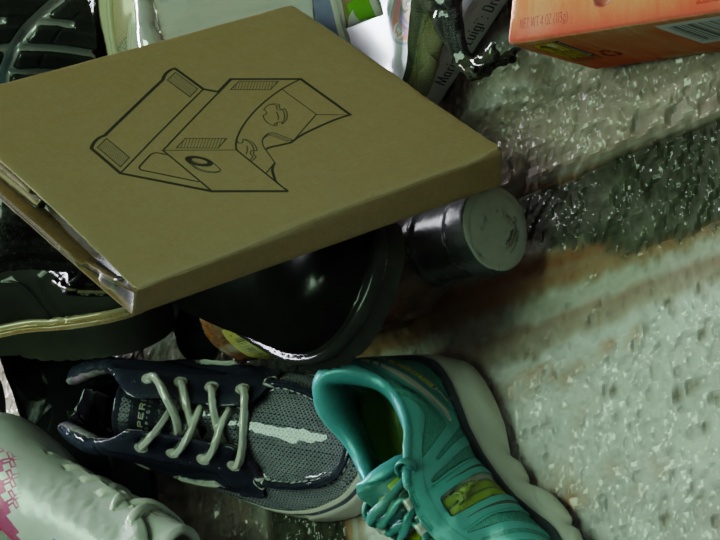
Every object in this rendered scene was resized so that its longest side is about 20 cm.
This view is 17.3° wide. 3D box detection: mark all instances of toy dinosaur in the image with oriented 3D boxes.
[{"bbox_3d":[0.045,-0.133,1.088,0.088,0.047,0.201,29,115,42],"label":"toy dinosaur"}]

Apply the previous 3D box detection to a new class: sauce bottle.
[{"bbox_3d":[0.000,0.000,1.128,0.199,0.066,0.066,-13,70,49],"label":"sauce bottle"}]

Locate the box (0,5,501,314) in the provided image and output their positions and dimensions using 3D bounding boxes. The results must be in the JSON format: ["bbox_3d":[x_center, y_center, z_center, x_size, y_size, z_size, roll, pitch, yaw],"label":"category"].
[{"bbox_3d":[-0.062,-0.055,1.041,0.163,0.199,0.021,38,134,39],"label":"box"}]

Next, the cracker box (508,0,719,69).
[{"bbox_3d":[0.135,-0.194,1.007,0.134,0.057,0.201,-3,78,52],"label":"cracker box"}]

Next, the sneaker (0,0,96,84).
[{"bbox_3d":[-0.201,-0.105,1.330,0.091,0.078,0.201,-110,30,-47],"label":"sneaker"}]

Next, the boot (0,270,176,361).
[{"bbox_3d":[-0.200,-0.026,1.218,0.199,0.078,0.139,-6,109,14],"label":"boot"}]

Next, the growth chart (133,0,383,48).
[{"bbox_3d":[-0.054,-0.155,1.175,0.144,0.018,0.201,-5,73,9],"label":"growth chart"}]

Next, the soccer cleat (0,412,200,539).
[{"bbox_3d":[-0.124,0.133,1.185,0.086,0.070,0.200,-50,64,24],"label":"soccer cleat"}]

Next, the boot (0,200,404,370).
[{"bbox_3d":[-0.093,-0.016,1.067,0.211,0.157,0.080,10,83,55],"label":"boot"}]

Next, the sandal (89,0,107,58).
[{"bbox_3d":[-0.157,-0.086,1.380,0.075,0.045,0.201,25,115,58],"label":"sandal"}]

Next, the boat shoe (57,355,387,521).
[{"bbox_3d":[-0.072,0.081,1.174,0.199,0.092,0.075,-2,80,52],"label":"boat shoe"}]

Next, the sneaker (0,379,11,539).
[{"bbox_3d":[-0.242,0.114,1.339,0.075,0.099,0.201,-101,3,-51],"label":"sneaker"}]

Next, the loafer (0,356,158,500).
[{"bbox_3d":[-0.150,0.104,1.304,0.072,0.072,0.201,81,173,-52],"label":"loafer"}]

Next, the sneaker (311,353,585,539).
[{"bbox_3d":[0.036,0.113,1.037,0.078,0.079,0.200,-58,42,25],"label":"sneaker"}]

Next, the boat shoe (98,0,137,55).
[{"bbox_3d":[-0.101,-0.115,1.283,0.065,0.072,0.201,16,102,38],"label":"boat shoe"}]

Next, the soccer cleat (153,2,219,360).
[{"bbox_3d":[-0.093,-0.052,1.227,0.067,0.081,0.201,-157,70,-70],"label":"soccer cleat"}]

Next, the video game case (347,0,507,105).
[{"bbox_3d":[0.008,-0.167,1.192,0.182,0.024,0.200,-56,43,28],"label":"video game case"}]
